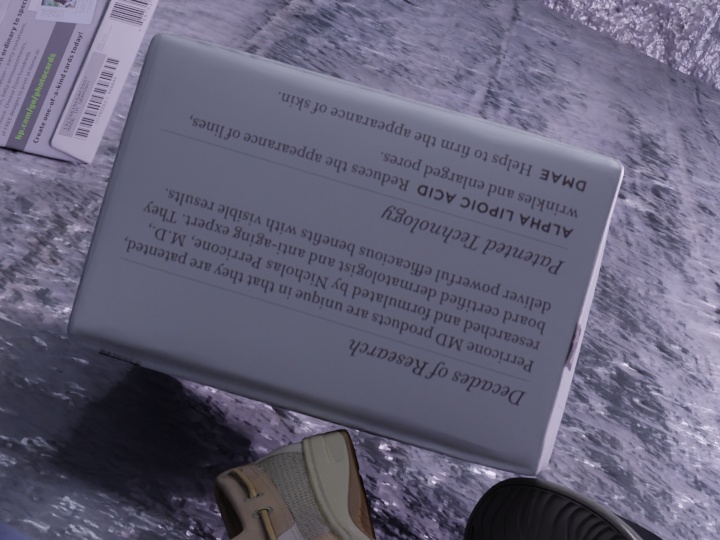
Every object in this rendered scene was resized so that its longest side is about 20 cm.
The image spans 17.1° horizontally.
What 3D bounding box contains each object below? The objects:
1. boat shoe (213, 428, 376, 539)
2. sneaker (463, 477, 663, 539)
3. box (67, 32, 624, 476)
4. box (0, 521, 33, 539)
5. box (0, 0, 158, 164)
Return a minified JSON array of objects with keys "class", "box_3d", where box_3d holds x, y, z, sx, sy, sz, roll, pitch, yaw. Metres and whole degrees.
[{"class":"boat shoe","box_3d":[-0.022,0.122,0.860,0.065,0.072,0.200,-12,24,-1]},{"class":"sneaker","box_3d":[0.134,0.160,0.992,0.200,0.075,0.106,37,7,30]},{"class":"box","box_3d":[0.000,0.000,1.022,0.199,0.131,0.199,16,-3,5]},{"class":"box","box_3d":[-0.168,0.108,0.526,0.198,0.123,0.200,27,14,11]},{"class":"box","box_3d":[-0.204,-0.150,1.299,0.200,0.156,0.041,10,19,-45]}]
